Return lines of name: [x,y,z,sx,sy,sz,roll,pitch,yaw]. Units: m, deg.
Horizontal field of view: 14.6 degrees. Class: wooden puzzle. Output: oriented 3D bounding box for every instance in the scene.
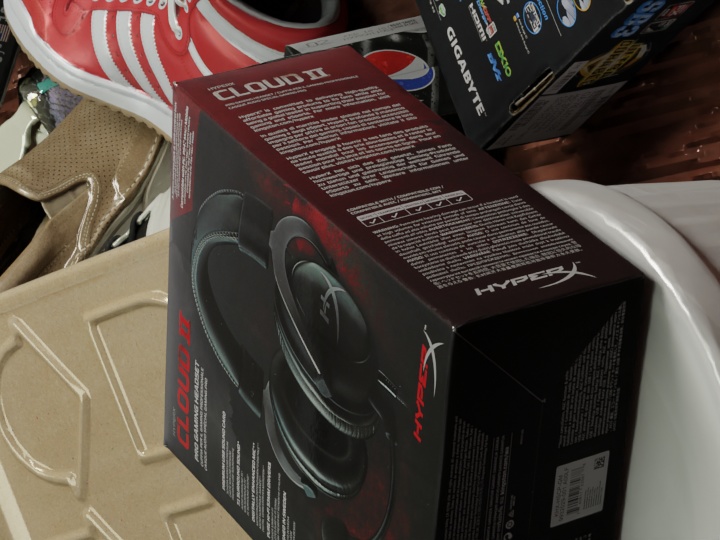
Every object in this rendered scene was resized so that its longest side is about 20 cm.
wooden puzzle: [-0.079,0.083,1.132,0.199,0.046,0.186,-19,94,37]

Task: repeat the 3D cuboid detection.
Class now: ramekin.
ramekin: [0.108,0.062,0.938,0.202,0.094,0.203,33,129,52]

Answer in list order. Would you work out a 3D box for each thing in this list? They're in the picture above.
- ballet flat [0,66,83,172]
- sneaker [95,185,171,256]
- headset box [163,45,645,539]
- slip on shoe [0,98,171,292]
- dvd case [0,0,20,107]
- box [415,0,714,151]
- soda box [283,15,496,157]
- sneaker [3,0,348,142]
ballet flat: [-0.166,-0.032,1.428,0.072,0.072,0.201,57,146,32]
sneaker: [-0.092,0.016,1.178,0.074,0.080,0.200,-76,6,-49]
headset box: [0.002,0.027,0.937,0.200,0.077,0.149,41,136,46]
slip on shoe: [-0.137,-0.031,1.276,0.076,0.061,0.201,14,74,55]
dvd case: [-0.174,-0.170,1.372,0.200,0.025,0.151,118,155,-52]
box: [0.063,-0.170,0.969,0.198,0.050,0.201,-44,63,58]
soda box: [0.000,0.000,1.133,0.063,0.071,0.201,50,142,38]
sneaker: [-0.078,-0.116,1.208,0.200,0.071,0.113,34,134,30]
